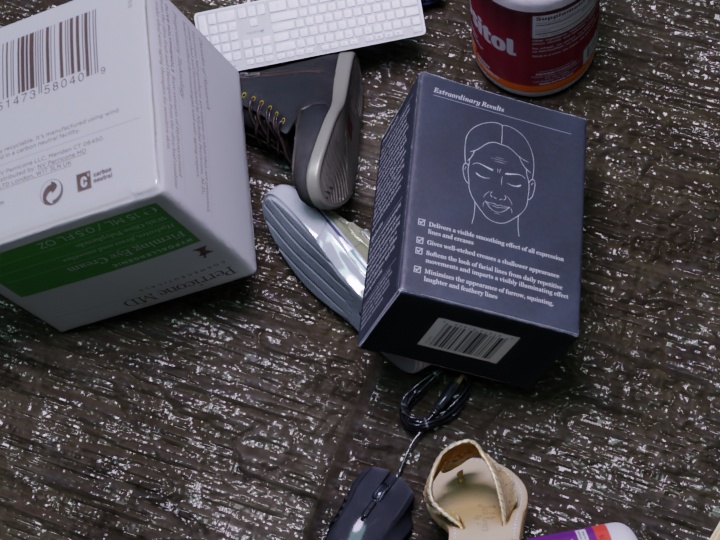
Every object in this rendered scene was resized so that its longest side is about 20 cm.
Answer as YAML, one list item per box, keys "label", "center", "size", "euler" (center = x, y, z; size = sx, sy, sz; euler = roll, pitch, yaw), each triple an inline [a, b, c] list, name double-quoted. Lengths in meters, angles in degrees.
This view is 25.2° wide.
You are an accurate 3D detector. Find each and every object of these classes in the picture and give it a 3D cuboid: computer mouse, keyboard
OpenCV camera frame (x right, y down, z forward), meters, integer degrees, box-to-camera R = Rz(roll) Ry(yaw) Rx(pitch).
- label: "computer mouse"
  center: [0.031, 0.153, 1.266]
  size: [0.058, 0.034, 0.201]
  euler: [23, 69, 17]
- label: "keyboard"
  center: [-0.044, -0.214, 1.399]
  size: [0.197, 0.011, 0.057]
  euler: [-10, 93, 5]

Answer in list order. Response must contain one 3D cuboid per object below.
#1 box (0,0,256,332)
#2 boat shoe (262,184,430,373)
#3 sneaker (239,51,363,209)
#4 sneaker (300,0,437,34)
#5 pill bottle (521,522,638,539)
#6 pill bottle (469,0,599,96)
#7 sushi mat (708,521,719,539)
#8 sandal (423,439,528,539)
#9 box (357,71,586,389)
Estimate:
- label: "box"
  center: [-0.210, -0.089, 1.304]
  size: [0.197, 0.171, 0.202]
  euler: [-16, 64, 18]
- label: "boat shoe"
  center: [0.000, 0.000, 1.330]
  size: [0.062, 0.072, 0.200]
  euler: [-35, 73, -29]
- label: "sneaker"
  center: [-0.059, -0.111, 1.359]
  size: [0.105, 0.076, 0.201]
  euler: [-6, 34, 11]
- label: "sneaker"
  center: [0.030, -0.262, 1.437]
  size: [0.088, 0.075, 0.200]
  euler: [38, 76, 16]
- label: "pill bottle"
  center: [0.111, 0.254, 1.167]
  size: [0.197, 0.113, 0.114]
  euler: [-10, 64, 1]
- label: "pill bottle"
  center: [0.145, -0.242, 1.345]
  size: [0.111, 0.201, 0.114]
  euler: [-2, 64, 5]
- label: "sushi mat"
  center: [0.294, 0.241, 1.207]
  size: [0.095, 0.012, 0.201]
  euler: [29, 71, 20]
- label: "sandal"
  center: [0.082, 0.158, 1.167]
  size: [0.077, 0.071, 0.212]
  euler: [-9, 20, 3]
- label: "box"
  center: [0.089, -0.031, 1.271]
  size: [0.147, 0.107, 0.202]
  euler: [14, 60, -12]
